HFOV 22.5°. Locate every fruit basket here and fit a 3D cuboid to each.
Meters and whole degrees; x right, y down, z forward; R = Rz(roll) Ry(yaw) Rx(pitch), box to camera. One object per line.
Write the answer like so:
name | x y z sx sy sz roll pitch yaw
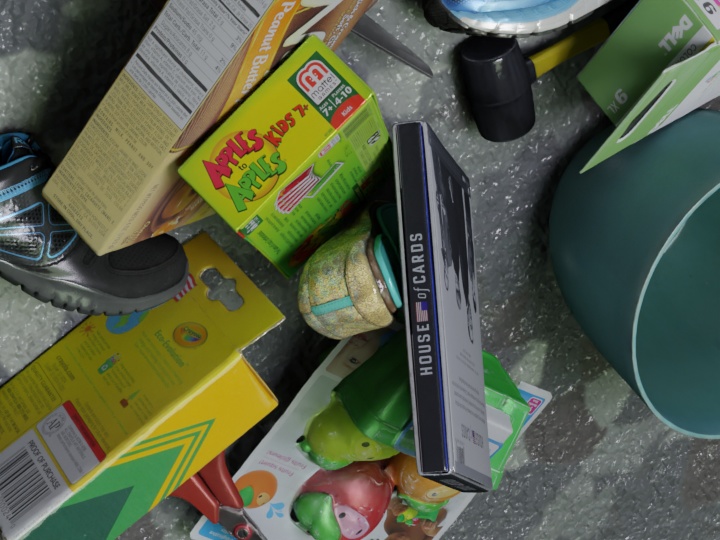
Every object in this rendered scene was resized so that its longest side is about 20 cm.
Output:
fruit basket | 0.013 0.133 1.203 0.185 0.094 0.200 27 103 -37

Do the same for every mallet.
mallet | 0.152 -0.145 1.171 0.199 0.041 0.066 -24 125 -22

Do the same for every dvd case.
dvd case | 0.050 0.027 1.074 0.025 0.201 0.150 -6 168 12

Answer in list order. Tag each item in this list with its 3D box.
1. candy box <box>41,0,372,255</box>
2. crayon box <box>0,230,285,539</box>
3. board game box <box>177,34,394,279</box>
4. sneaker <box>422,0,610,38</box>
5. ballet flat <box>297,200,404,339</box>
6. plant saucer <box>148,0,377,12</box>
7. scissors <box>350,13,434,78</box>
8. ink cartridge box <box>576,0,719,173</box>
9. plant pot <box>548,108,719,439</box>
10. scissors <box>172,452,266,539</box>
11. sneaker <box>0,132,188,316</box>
candy box | -0.076 -0.104 0.972 0.200 0.055 0.115 -51 167 30
crayon box | -0.135 0.077 1.065 0.200 0.127 0.051 -39 128 -5
board game box | -0.034 -0.058 1.024 0.102 0.048 0.200 -45 171 -1
sneaker | 0.118 -0.202 1.108 0.199 0.078 0.090 -25 111 -24
ballet flat | 0.000 0.000 1.094 0.070 0.200 0.071 1 99 8
plant saucer | -0.039 -0.213 1.024 0.199 0.037 0.201 -13 120 -23
scissors | -0.031 -0.155 1.030 0.073 0.014 0.200 -44 129 -4
ink cartridge box | 0.202 -0.142 1.115 0.200 0.059 0.104 -29 165 -39
plant pot | 0.219 -0.016 1.195 0.200 0.161 0.202 -13 121 -23
scissors | -0.087 0.158 1.154 0.073 0.014 0.201 -22 111 11
sneaker | -0.179 -0.029 1.017 0.199 0.073 0.082 12 109 -34
